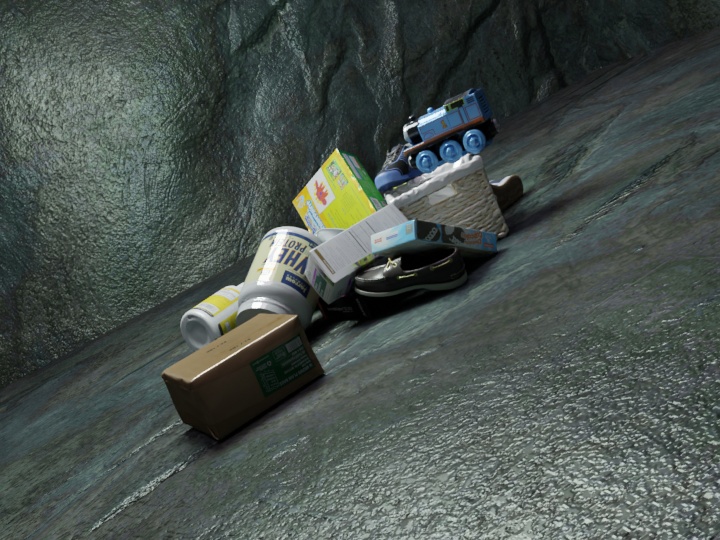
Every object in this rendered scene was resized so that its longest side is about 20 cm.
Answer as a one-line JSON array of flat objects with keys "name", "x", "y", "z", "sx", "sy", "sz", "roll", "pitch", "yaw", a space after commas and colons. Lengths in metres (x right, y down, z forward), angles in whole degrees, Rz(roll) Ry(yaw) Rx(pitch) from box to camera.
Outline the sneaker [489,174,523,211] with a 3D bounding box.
[{"name": "sneaker", "x": 0.270, "y": -0.156, "z": 1.825, "sx": 0.107, "sy": 0.071, "sz": 0.199, "roll": -11, "pitch": 11, "yaw": 42}]

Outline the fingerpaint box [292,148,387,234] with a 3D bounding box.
[{"name": "fingerpaint box", "x": -0.036, "y": -0.127, "z": 1.774, "sx": 0.073, "sy": 0.201, "sz": 0.167, "roll": 11, "pitch": -50, "yaw": -50}]

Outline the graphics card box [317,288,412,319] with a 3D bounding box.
[{"name": "graphics card box", "x": 0.010, "y": 0.042, "z": 1.543, "sx": 0.124, "sy": 0.051, "sz": 0.199, "roll": -31, "pitch": 11, "yaw": -24}]

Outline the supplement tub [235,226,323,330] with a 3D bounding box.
[{"name": "supplement tub", "x": -0.147, "y": 0.034, "z": 1.556, "sx": 0.144, "sy": 0.145, "sz": 0.202, "roll": -19, "pitch": 38, "yaw": 36}]

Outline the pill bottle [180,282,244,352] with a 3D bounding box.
[{"name": "pill bottle", "x": -0.309, "y": 0.103, "z": 1.891, "sx": 0.110, "sy": 0.113, "sz": 0.200, "roll": -19, "pitch": 12, "yaw": 38}]

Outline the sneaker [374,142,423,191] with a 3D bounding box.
[{"name": "sneaker", "x": 0.073, "y": -0.218, "z": 1.716, "sx": 0.069, "sy": 0.079, "sz": 0.200, "roll": -25, "pitch": 2, "yaw": 27}]

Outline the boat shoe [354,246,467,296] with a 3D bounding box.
[{"name": "boat shoe", "x": 0.079, "y": -0.001, "z": 1.398, "sx": 0.198, "sy": 0.061, "sz": 0.072, "roll": -7, "pitch": 29, "yaw": 18}]

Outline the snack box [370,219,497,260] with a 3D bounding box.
[{"name": "snack box", "x": 0.130, "y": -0.047, "z": 1.437, "sx": 0.198, "sy": 0.038, "sz": 0.115, "roll": 6, "pitch": -15, "yaw": -38}]

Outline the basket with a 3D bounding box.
[{"name": "basket", "x": 0.167, "y": -0.118, "z": 1.628, "sx": 0.196, "sy": 0.163, "sz": 0.200, "roll": -25, "pitch": 10, "yaw": 4}]

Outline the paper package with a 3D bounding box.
[{"name": "paper package", "x": -0.186, "y": 0.159, "z": 1.283, "sx": 0.198, "sy": 0.105, "sz": 0.190, "roll": -30, "pitch": 12, "yaw": -24}]

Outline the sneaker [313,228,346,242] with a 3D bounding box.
[{"name": "sneaker", "x": -0.010, "y": -0.056, "z": 1.614, "sx": 0.121, "sy": 0.197, "sz": 0.085, "roll": 75, "pitch": -147, "yaw": -64}]

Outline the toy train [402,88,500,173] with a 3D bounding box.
[{"name": "toy train", "x": 0.170, "y": -0.268, "z": 1.596, "sx": 0.198, "sy": 0.116, "sz": 0.087, "roll": -20, "pitch": 9, "yaw": 29}]

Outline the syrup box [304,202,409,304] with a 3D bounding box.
[{"name": "syrup box", "x": 0.000, "y": -0.031, "z": 1.489, "sx": 0.199, "sy": 0.082, "sz": 0.079, "roll": -32, "pitch": -20, "yaw": -26}]

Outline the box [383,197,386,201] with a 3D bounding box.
[{"name": "box", "x": 0.071, "y": -0.100, "z": 1.876, "sx": 0.105, "sy": 0.123, "sz": 0.200, "roll": -31, "pitch": 5, "yaw": 32}]

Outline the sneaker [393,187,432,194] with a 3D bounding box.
[{"name": "sneaker", "x": 0.157, "y": -0.134, "z": 1.811, "sx": 0.075, "sy": 0.198, "sz": 0.083, "roll": -65, "pitch": -12, "yaw": 5}]

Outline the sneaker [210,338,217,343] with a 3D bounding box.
[{"name": "sneaker", "x": -0.237, "y": 0.148, "z": 1.642, "sx": 0.199, "sy": 0.073, "sz": 0.072, "roll": -37, "pitch": 36, "yaw": 8}]
